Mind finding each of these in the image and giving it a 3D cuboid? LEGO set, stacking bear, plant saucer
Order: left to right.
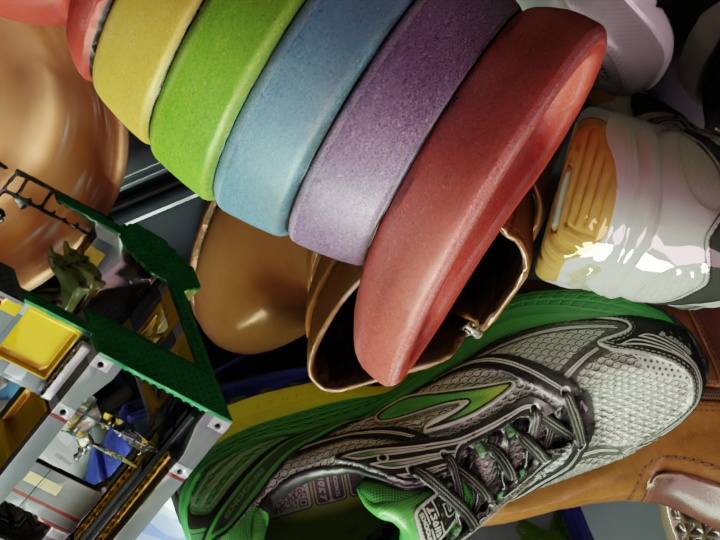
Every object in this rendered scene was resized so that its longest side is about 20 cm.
[{"bbox_3d":[-0.183,-0.057,0.939,0.199,0.038,0.201,-3,136,-3],"label":"plant saucer"},{"bbox_3d":[-0.146,0.032,0.900,0.200,0.154,0.116,27,111,-39],"label":"LEGO set"},{"bbox_3d":[-0.039,-0.077,0.770,0.200,0.122,0.114,32,160,7],"label":"stacking bear"}]

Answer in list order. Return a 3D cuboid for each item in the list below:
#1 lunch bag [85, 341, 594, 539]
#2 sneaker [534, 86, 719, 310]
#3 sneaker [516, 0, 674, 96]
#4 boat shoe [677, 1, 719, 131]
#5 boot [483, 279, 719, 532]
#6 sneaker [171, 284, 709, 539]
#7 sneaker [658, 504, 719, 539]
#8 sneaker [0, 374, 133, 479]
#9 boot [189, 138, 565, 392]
[{"bbox_3d":[-0.032,0.121,1.076,0.199,0.128,0.170,4,136,-25],"label":"lunch bag"},{"bbox_3d":[0.110,-0.017,0.904,0.087,0.200,0.076,15,101,4],"label":"sneaker"},{"bbox_3d":[0.007,-0.099,0.858,0.199,0.082,0.075,25,173,-7],"label":"sneaker"},{"bbox_3d":[0.157,-0.095,0.881,0.074,0.060,0.200,-21,156,-20],"label":"boat shoe"},{"bbox_3d":[0.112,0.089,1.005,0.199,0.189,0.068,-2,175,-15],"label":"boot"},{"bbox_3d":[0.034,0.071,0.934,0.199,0.085,0.078,-22,120,-3],"label":"sneaker"},{"bbox_3d":[0.156,0.101,1.124,0.070,0.076,0.201,-12,114,-7],"label":"sneaker"},{"bbox_3d":[-0.133,0.076,1.064,0.087,0.075,0.200,-28,159,-27],"label":"sneaker"},{"bbox_3d":[0.000,0.000,0.926,0.200,0.155,0.077,-36,115,28],"label":"boot"}]
